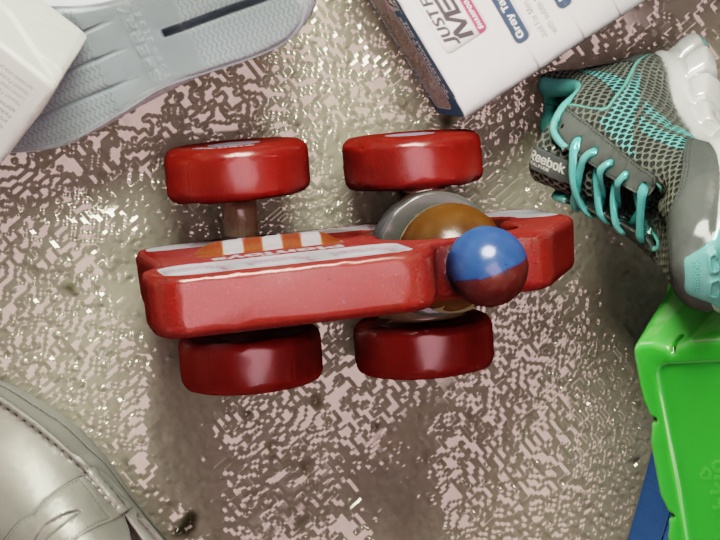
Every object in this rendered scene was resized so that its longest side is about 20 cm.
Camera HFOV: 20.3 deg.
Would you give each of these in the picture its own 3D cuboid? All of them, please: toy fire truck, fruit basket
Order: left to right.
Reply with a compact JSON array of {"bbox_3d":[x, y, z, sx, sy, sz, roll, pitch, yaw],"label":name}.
[{"bbox_3d":[0.000,0.000,0.878,0.199,0.168,0.113,-5,98,-11],"label":"toy fire truck"},{"bbox_3d":[0.232,0.080,0.926,0.215,0.155,0.216,8,80,-52],"label":"fruit basket"}]

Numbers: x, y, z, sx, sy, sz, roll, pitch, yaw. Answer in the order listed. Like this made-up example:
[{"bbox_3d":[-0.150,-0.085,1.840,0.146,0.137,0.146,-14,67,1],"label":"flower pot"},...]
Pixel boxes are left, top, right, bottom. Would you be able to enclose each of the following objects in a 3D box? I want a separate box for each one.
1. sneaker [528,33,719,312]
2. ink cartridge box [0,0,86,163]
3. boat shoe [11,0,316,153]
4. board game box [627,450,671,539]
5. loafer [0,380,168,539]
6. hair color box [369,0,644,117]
[{"bbox_3d":[0.122,-0.040,0.898,0.091,0.200,0.078,-3,117,1],"label":"sneaker"},{"bbox_3d":[-0.223,-0.052,0.856,0.116,0.067,0.200,37,113,-13],"label":"ink cartridge box"},{"bbox_3d":[-0.111,-0.104,0.896,0.199,0.067,0.074,-11,113,11],"label":"boat shoe"},{"bbox_3d":[0.231,0.065,0.998,0.152,0.045,0.201,15,94,-12],"label":"board game box"},{"bbox_3d":[-0.127,0.123,0.916,0.200,0.070,0.070,45,87,-13],"label":"loafer"},{"bbox_3d":[0.099,-0.166,0.934,0.200,0.061,0.100,-33,102,-7],"label":"hair color box"}]
